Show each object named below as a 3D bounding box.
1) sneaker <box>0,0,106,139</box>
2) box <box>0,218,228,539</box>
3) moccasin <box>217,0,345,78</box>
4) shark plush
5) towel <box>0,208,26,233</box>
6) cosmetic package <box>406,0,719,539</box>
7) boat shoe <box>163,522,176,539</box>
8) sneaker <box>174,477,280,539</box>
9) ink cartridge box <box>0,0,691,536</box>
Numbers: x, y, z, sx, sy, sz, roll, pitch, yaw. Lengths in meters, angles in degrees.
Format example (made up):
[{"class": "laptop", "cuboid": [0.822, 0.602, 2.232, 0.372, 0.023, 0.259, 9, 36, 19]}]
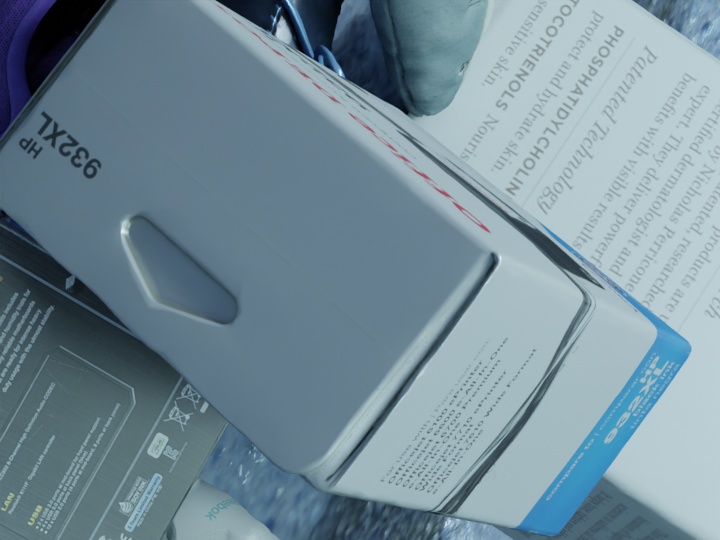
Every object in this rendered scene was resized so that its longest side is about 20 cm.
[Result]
[{"class": "sneaker", "cuboid": [-0.067, -0.119, 0.797, 0.201, 0.083, 0.081, -60, 155, -8]}, {"class": "box", "cuboid": [-0.147, 0.076, 0.768, 0.158, 0.048, 0.201, 31, 84, -24]}, {"class": "moccasin", "cuboid": [-0.033, -0.046, 0.950, 0.080, 0.068, 0.201, 5, 107, -63]}, {"class": "shark plush", "cuboid": [0.022, -0.121, 0.882, 0.084, 0.091, 0.200, -56, 167, -9]}, {"class": "towel", "cuboid": [-0.164, 0.066, 0.869, 0.200, 0.024, 0.145, -47, 153, -29]}, {"class": "cosmetic package", "cuboid": [0.093, 0.012, 1.044, 0.167, 0.199, 0.167, -56, 178, -16]}, {"class": "boat shoe", "cuboid": [-0.094, 0.092, 0.902, 0.075, 0.086, 0.202, -50, 155, -21]}, {"class": "sneaker", "cuboid": [-0.078, 0.176, 1.069, 0.070, 0.080, 0.201, -30, 141, -52]}, {"class": "ink cartridge box", "cuboid": [0.000, 0.000, 0.797, 0.084, 0.145, 0.200, -52, 157, 7]}]
